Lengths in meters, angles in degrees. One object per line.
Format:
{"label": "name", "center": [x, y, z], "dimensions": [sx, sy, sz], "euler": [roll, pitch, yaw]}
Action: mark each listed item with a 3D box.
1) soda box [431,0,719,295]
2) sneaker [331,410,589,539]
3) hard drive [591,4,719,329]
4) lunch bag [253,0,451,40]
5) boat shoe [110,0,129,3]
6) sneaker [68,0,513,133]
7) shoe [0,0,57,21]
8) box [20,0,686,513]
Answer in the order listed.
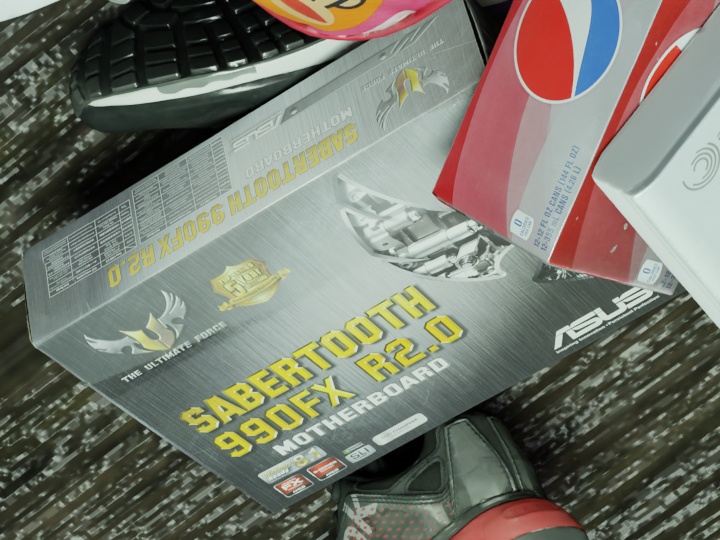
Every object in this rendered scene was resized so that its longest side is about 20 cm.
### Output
{"label": "soda box", "center": [0.101, -0.097, 0.750], "dimensions": [0.070, 0.063, 0.200], "euler": [14, 103, -43]}
{"label": "sneaker", "center": [0.020, 0.128, 0.962], "dimensions": [0.071, 0.098, 0.201], "euler": [-4, 147, -33]}
{"label": "hard drive", "center": [0.170, -0.025, 0.781], "dimensions": [0.132, 0.027, 0.200], "euler": [-51, 133, -6]}
{"label": "lunch bag", "center": [-0.009, -0.168, 0.682], "dimensions": [0.176, 0.082, 0.200], "euler": [-28, 133, 36]}
{"label": "boat shoe", "center": [-0.096, -0.184, 0.790], "dimensions": [0.064, 0.071, 0.200], "euler": [-39, 137, -25]}
{"label": "sneaker", "center": [-0.006, -0.067, 0.860], "dimensions": [0.199, 0.076, 0.088], "euler": [-14, 124, 3]}
{"label": "shoe", "center": [-0.158, -0.133, 0.775], "dimensions": [0.200, 0.071, 0.091], "euler": [-2, 121, 38]}
{"label": "box", "center": [0.000, 0.000, 0.863], "dimensions": [0.200, 0.048, 0.158], "euler": [-30, 139, 18]}
